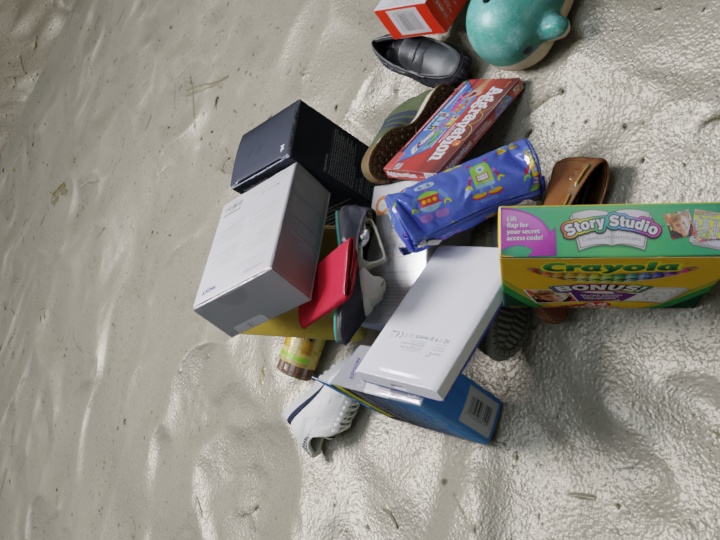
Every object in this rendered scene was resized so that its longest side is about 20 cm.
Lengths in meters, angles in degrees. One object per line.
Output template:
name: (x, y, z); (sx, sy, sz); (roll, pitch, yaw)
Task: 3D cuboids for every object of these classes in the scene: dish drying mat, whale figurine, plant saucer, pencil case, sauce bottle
dish drying mat: (-0.044, 0.021, 0.945); (0.200, 0.018, 0.077); (144, 134, -64)
whale figurine: (0.223, -0.364, 0.968); (0.200, 0.104, 0.159); (-45, 48, 28)
plant saucer: (-0.078, 0.003, 1.098); (0.199, 0.049, 0.201); (3, 56, 11)
pencil case: (0.129, -0.088, 0.899); (0.199, 0.078, 0.087); (-23, 56, 4)
sauce bottle: (-0.075, 0.073, 1.172); (0.065, 0.065, 0.201); (20, 92, 49)

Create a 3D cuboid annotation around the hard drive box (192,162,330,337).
hard drive box: (-0.134, -0.030, 1.014); (0.156, 0.077, 0.201); (-25, 40, 33)

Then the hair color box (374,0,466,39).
hair color box: (0.120, -0.441, 1.091); (0.111, 0.064, 0.200); (13, 68, 48)

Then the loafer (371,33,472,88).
loafer: (0.088, -0.324, 1.123); (0.200, 0.070, 0.068); (32, 102, 49)

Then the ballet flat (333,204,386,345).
ballet flat: (0.000, 0.000, 0.970); (0.073, 0.073, 0.201); (-25, 54, 40)

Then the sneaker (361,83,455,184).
sneaker: (0.058, -0.193, 1.077); (0.200, 0.067, 0.090); (-48, 22, -23)

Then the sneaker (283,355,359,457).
sneaker: (-0.031, 0.195, 1.088); (0.200, 0.076, 0.081); (-49, 58, 31)

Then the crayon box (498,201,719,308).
crayon box: (0.238, -0.009, 0.718); (0.199, 0.173, 0.059); (-1, 74, 12)

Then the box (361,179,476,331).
box: (0.079, -0.014, 1.010); (0.124, 0.097, 0.201); (-1, 76, 47)

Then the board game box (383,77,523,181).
board game box: (0.128, -0.194, 1.002); (0.103, 0.019, 0.200); (15, 57, 47)

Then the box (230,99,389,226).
box: (-0.074, -0.148, 1.136); (0.148, 0.200, 0.105); (-18, 53, 42)

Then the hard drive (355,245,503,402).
hard drive: (0.094, 0.054, 0.853); (0.132, 0.025, 0.200); (5, 52, 49)

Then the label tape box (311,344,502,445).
label tape box: (0.057, 0.152, 0.935); (0.200, 0.143, 0.066); (6, 67, 48)

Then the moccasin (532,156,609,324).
moccasin: (0.248, -0.036, 0.859); (0.078, 0.074, 0.202); (4, 71, 56)

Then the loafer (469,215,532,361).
loafer: (0.169, 0.020, 0.927); (0.070, 0.075, 0.201); (-20, 53, 48)
